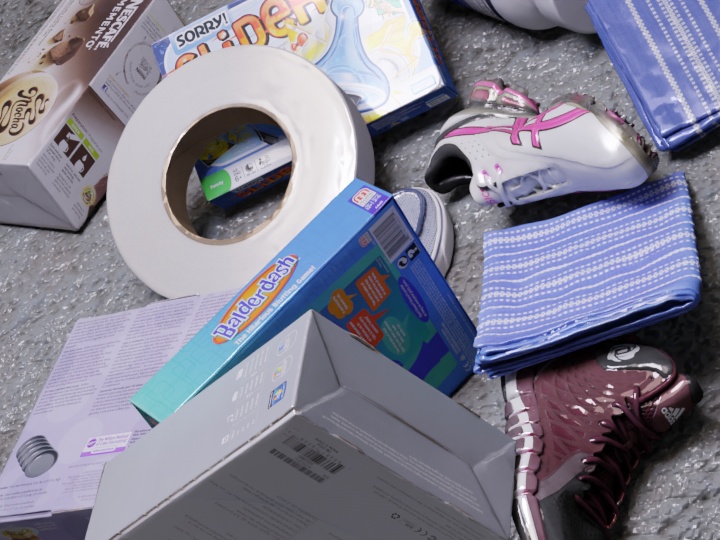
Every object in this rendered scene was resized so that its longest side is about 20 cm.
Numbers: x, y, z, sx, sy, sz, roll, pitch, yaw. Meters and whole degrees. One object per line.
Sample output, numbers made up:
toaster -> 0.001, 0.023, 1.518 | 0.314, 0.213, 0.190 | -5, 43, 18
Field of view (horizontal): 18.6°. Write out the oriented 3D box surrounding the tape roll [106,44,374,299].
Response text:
tape roll -> -0.087, -0.063, 1.574 | 0.203, 0.037, 0.203 | -8, 69, 21

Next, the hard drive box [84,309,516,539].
hard drive box -> -0.036, 0.131, 1.245 | 0.200, 0.156, 0.077 | -36, 31, 36

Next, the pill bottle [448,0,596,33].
pill bottle -> 0.113, -0.244, 1.627 | 0.116, 0.116, 0.200 | -45, 39, -15

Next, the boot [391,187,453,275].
boot -> 0.000, 0.000, 1.465 | 0.073, 0.090, 0.200 | -6, 46, 31

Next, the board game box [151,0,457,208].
board game box -> -0.044, -0.150, 1.635 | 0.200, 0.034, 0.136 | -26, 73, 15

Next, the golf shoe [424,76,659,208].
golf shoe -> 0.121, -0.071, 1.474 | 0.092, 0.073, 0.200 | -52, 29, -13

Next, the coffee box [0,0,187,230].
coffee box -> -0.231, -0.133, 1.783 | 0.113, 0.080, 0.200 | 7, 53, 41

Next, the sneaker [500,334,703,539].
sneaker -> 0.145, 0.102, 1.268 | 0.115, 0.076, 0.200 | -19, 39, 14

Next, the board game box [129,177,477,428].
board game box -> -0.027, 0.065, 1.366 | 0.200, 0.152, 0.045 | -45, 39, -15

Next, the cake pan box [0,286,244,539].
cake pan box -> -0.142, 0.100, 1.478 | 0.200, 0.052, 0.184 | -12, 44, 35

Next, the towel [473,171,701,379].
towel -> 0.139, -0.003, 1.373 | 0.145, 0.024, 0.200 | -19, 21, 13

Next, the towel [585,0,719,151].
towel -> 0.265, -0.176, 1.484 | 0.200, 0.024, 0.145 | -27, 55, 6
